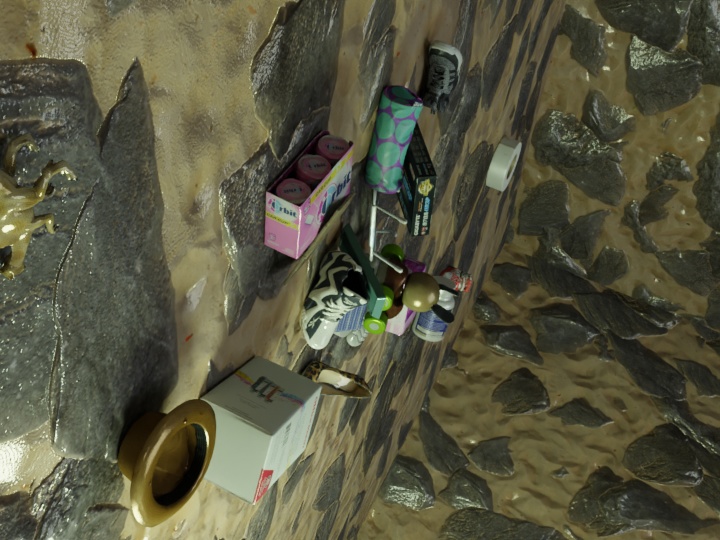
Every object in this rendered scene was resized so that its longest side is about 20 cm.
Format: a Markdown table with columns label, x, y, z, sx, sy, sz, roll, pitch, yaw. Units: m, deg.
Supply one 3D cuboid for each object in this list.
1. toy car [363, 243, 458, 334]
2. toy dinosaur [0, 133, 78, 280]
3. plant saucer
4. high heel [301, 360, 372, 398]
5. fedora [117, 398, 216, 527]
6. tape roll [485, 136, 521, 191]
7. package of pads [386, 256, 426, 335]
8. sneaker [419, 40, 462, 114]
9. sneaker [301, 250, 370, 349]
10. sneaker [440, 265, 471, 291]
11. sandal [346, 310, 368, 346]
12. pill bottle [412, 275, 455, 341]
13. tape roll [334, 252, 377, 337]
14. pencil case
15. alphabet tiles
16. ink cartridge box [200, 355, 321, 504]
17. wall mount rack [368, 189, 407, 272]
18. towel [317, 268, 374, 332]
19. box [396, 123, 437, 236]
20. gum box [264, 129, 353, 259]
| label | x | y | z | sx | sy | sz | roll | pitch | yaw |
| --- | --- | --- | --- | --- | --- | --- | --- | --- | --- |
| toy car | 0.122 | 0.059 | 1.818 | 0.159 | 0.197 | 0.166 | 102 | 4 | -46 |
| toy dinosaur | -0.299 | -0.065 | 0.685 | 0.102 | 0.058 | 0.201 | -56 | 161 | -32 |
| plant saucer | 0.000 | 0.000 | 1.609 | 0.019 | 0.202 | 0.070 | -9 | 143 | -22 |
| high heel | -0.056 | 0.261 | 1.808 | 0.072 | 0.141 | 0.200 | -69 | 165 | 9 |
| fedora | -0.285 | 0.262 | 1.143 | 0.201 | 0.081 | 0.202 | -52 | 153 | -40 |
| tape roll | 0.554 | -0.412 | 3.100 | 0.204 | 0.070 | 0.204 | -58 | 162 | -30 |
| package of pads | 0.124 | 0.076 | 2.294 | 0.121 | 0.075 | 0.202 | -53 | 159 | -47 |
| sneaker | 0.174 | -0.418 | 1.773 | 0.200 | 0.075 | 0.115 | 57 | 54 | -75 |
| sneaker | -0.044 | 0.068 | 1.578 | 0.079 | 0.129 | 0.202 | 22 | 89 | -31 |
| sneaker | 0.349 | 0.046 | 2.962 | 0.201 | 0.107 | 0.068 | -38 | 148 | -61 |
| sandal | 0.024 | 0.099 | 2.046 | 0.203 | 0.050 | 0.083 | -51 | 146 | -12 |
| pill bottle | 0.256 | 0.128 | 2.735 | 0.120 | 0.118 | 0.202 | -40 | 149 | -59 |
| tape roll | -0.019 | 0.054 | 1.848 | 0.204 | 0.037 | 0.204 | -59 | 162 | -33 |
| pencil case | 0.067 | -0.260 | 1.606 | 0.091 | 0.085 | 0.202 | 0 | 123 | -26 |
| alphabet tiles | -0.064 | -0.068 | 1.430 | 0.168 | 0.008 | 0.200 | -53 | -178 | 22 |
| ink cartridge box | -0.180 | 0.268 | 1.388 | 0.200 | 0.143 | 0.147 | -34 | 143 | -63 |
| wall mount rack | 0.057 | -0.095 | 1.727 | 0.175 | 0.073 | 0.203 | -89 | -179 | -58 |
| towel | -0.041 | 0.063 | 1.720 | 0.199 | 0.024 | 0.147 | 1 | 106 | -59 |
| box | 0.114 | -0.198 | 1.723 | 0.160 | 0.045 | 0.202 | 94 | -13 | -45 |
| gum box | -0.080 | -0.130 | 1.323 | 0.201 | 0.065 | 0.114 | -55 | 162 | -41 |
